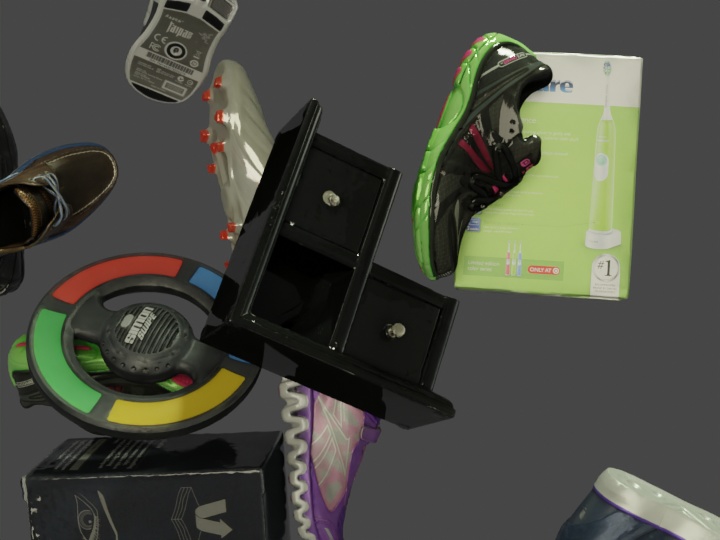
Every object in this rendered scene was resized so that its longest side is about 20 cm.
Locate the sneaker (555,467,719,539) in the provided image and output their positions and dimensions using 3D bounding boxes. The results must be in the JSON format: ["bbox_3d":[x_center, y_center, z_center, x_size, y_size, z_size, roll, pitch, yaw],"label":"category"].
[{"bbox_3d":[0.253,0.271,1.079,0.199,0.081,0.147,28,99,2],"label":"sneaker"}]

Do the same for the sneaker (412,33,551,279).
[{"bbox_3d":[0.095,-0.086,1.004,0.083,0.077,0.201,20,88,8],"label":"sneaker"}]

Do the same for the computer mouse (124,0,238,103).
[{"bbox_3d":[-0.145,-0.226,1.099,0.109,0.044,0.200,21,134,-20],"label":"computer mouse"}]

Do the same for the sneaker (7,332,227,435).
[{"bbox_3d":[-0.209,0.102,1.131,0.199,0.077,0.084,11,117,2],"label":"sneaker"}]

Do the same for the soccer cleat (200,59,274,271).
[{"bbox_3d":[-0.091,-0.087,1.126,0.077,0.069,0.201,-6,80,-24],"label":"soccer cleat"}]

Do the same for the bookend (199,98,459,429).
[{"bbox_3d":[0.000,0.000,1.056,0.199,0.092,0.199,25,69,-15],"label":"bookend"}]

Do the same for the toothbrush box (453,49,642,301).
[{"bbox_3d":[0.157,-0.078,1.087,0.145,0.086,0.201,3,89,6],"label":"toothbrush box"}]

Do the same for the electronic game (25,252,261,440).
[{"bbox_3d":[-0.180,0.059,1.083,0.199,0.042,0.201,4,46,-5],"label":"electronic game"}]

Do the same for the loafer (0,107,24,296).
[{"bbox_3d":[-0.340,-0.076,1.138,0.068,0.070,0.202,-10,88,4],"label":"loafer"}]

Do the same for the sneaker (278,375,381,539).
[{"bbox_3d":[-0.021,0.150,1.104,0.088,0.080,0.201,-6,87,-3],"label":"sneaker"}]

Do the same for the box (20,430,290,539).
[{"bbox_3d":[-0.161,0.247,1.077,0.199,0.117,0.198,-3,99,5],"label":"box"}]

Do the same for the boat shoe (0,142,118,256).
[{"bbox_3d":[-0.282,-0.050,1.093,0.200,0.072,0.072,-36,108,-29],"label":"boat shoe"}]
